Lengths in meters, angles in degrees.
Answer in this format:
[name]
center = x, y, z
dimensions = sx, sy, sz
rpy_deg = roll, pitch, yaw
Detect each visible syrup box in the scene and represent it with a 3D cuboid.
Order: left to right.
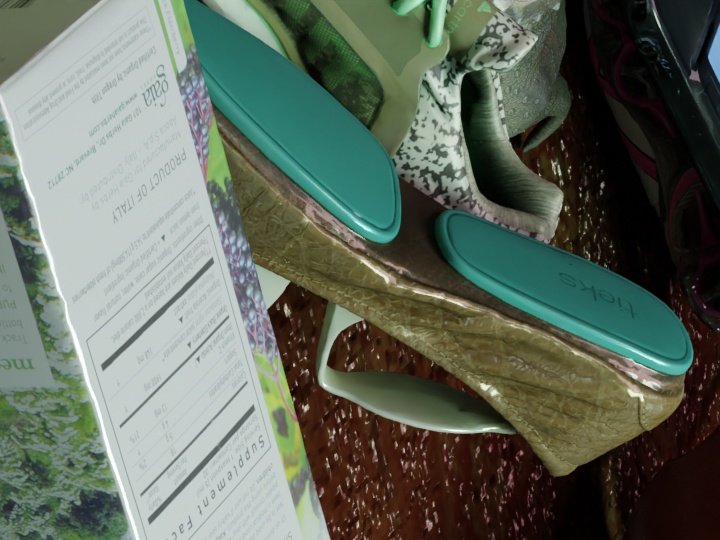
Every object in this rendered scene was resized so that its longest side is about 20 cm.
[syrup box]
center = -0.071, 0.033, 0.674
dimensions = 0.081, 0.078, 0.201
rpy_deg = -48, 130, -51

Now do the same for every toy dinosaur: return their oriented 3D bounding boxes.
[toy dinosaur]
center = 0.043, -0.091, 0.894
dimensions = 0.200, 0.077, 0.103
rpy_deg = 105, -1, -55

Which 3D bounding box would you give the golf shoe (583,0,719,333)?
[golf shoe]
center = 0.123, -0.072, 1.053
dimensions = 0.092, 0.072, 0.201
rpy_deg = -103, 179, -76

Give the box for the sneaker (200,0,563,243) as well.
[sneaker]
center = 0.009, -0.081, 0.810
dimensions = 0.077, 0.088, 0.201
rpy_deg = -59, 138, -43

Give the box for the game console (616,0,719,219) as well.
[game console]
center = 0.191, -0.083, 0.958
dimensions = 0.200, 0.116, 0.176
rpy_deg = 59, 39, -33

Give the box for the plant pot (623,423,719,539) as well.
[plant pot]
center = 0.173, 0.156, 0.959
dimensions = 0.196, 0.200, 0.201
rpy_deg = -97, 168, -57

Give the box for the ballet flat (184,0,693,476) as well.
[ballet flat]
center = 0.000, 0.000, 0.790
dimensions = 0.199, 0.072, 0.068
rpy_deg = 31, 26, -19
